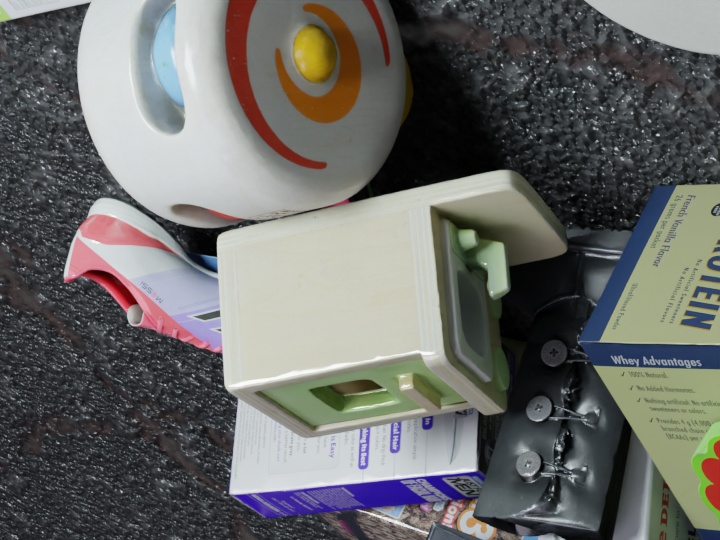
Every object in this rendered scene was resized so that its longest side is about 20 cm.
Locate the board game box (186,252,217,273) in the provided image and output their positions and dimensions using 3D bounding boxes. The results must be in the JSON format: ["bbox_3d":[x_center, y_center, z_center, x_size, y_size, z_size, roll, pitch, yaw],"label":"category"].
[{"bbox_3d":[-0.053,0.028,1.674,0.199,0.039,0.158,9,147,41],"label":"board game box"}]

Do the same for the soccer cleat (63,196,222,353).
[{"bbox_3d":[-0.129,0.028,1.621,0.199,0.074,0.068,36,154,-16],"label":"soccer cleat"}]

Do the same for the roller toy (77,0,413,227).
[{"bbox_3d":[-0.066,-0.120,1.339,0.139,0.183,0.200,-8,131,45],"label":"roller toy"}]

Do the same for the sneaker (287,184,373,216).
[{"bbox_3d":[0.000,0.000,1.496,0.076,0.084,0.201,-32,99,25],"label":"sneaker"}]

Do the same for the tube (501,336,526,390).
[{"bbox_3d":[0.169,0.087,1.536,0.199,0.058,0.052,1,124,37],"label":"tube"}]

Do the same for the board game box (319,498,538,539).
[{"bbox_3d":[0.077,0.175,1.659,0.198,0.098,0.160,16,164,24],"label":"board game box"}]

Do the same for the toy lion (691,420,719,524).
[{"bbox_3d":[0.280,0.160,1.294,0.191,0.069,0.201,31,149,13],"label":"toy lion"}]

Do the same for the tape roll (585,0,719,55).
[{"bbox_3d":[0.175,-0.199,1.163,0.201,0.037,0.204,23,146,16],"label":"tape roll"}]

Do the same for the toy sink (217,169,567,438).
[{"bbox_3d":[0.027,0.029,1.366,0.198,0.113,0.130,-12,159,17],"label":"toy sink"}]

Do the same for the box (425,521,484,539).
[{"bbox_3d":[0.076,0.266,1.548,0.105,0.123,0.200,20,165,7],"label":"box"}]

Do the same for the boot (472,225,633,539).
[{"bbox_3d":[0.109,0.072,1.431,0.164,0.202,0.065,3,168,38],"label":"boot"}]

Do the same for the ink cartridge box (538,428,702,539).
[{"bbox_3d":[0.207,0.187,1.483,0.082,0.147,0.199,-3,165,36],"label":"ink cartridge box"}]

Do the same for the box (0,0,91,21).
[{"bbox_3d":[-0.234,-0.239,1.465,0.199,0.036,0.145,-5,133,42],"label":"box"}]

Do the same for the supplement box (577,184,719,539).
[{"bbox_3d":[0.277,0.061,1.337,0.199,0.135,0.200,-1,136,40],"label":"supplement box"}]

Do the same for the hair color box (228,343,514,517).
[{"bbox_3d":[0.009,0.111,1.572,0.198,0.110,0.065,-9,153,27],"label":"hair color box"}]
